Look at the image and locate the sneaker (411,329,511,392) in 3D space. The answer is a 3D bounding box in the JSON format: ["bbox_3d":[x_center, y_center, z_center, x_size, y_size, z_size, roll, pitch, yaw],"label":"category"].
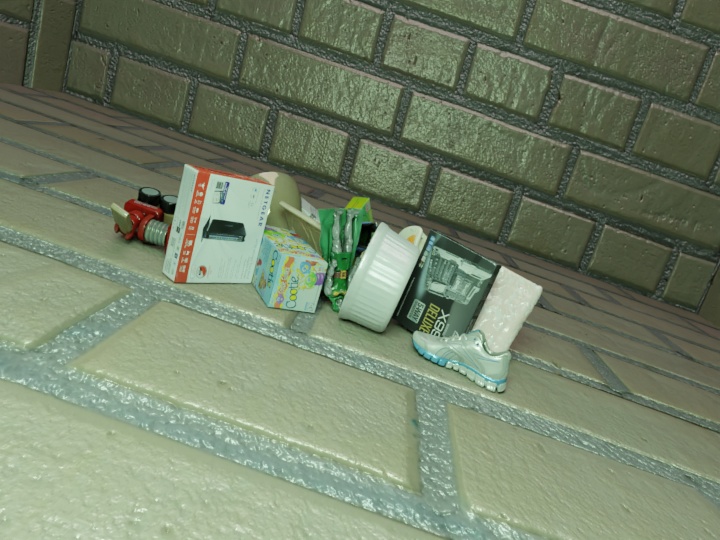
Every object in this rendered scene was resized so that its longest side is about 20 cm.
[{"bbox_3d":[0.191,0.143,1.028,0.195,0.089,0.075,22,15,18],"label":"sneaker"}]

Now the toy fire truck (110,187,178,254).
[{"bbox_3d":[-0.403,-0.087,1.084,0.171,0.132,0.201,19,25,0],"label":"toy fire truck"}]

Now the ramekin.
[{"bbox_3d":[0.041,0.019,1.080,0.095,0.205,0.201,25,14,4],"label":"ramekin"}]

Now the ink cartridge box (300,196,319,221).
[{"bbox_3d":[-0.165,-0.142,1.529,0.198,0.085,0.146,38,10,-14],"label":"ink cartridge box"}]

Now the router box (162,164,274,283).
[{"bbox_3d":[-0.264,-0.081,1.033,0.048,0.206,0.177,26,15,37],"label":"router box"}]

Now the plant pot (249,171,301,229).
[{"bbox_3d":[-0.222,-0.118,1.331,0.197,0.200,0.137,3,54,-47],"label":"plant pot"}]

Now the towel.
[{"bbox_3d":[0.255,0.073,1.157,0.188,0.202,0.032,31,-15,24],"label":"towel"}]

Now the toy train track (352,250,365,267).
[{"bbox_3d":[0.000,0.000,1.242,0.032,0.119,0.200,16,18,16],"label":"toy train track"}]

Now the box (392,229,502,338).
[{"bbox_3d":[0.172,0.045,1.112,0.155,0.205,0.049,30,13,26],"label":"box"}]

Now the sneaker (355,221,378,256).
[{"bbox_3d":[0.009,-0.069,1.237,0.086,0.082,0.199,6,3,23],"label":"sneaker"}]

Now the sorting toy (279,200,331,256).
[{"bbox_3d":[-0.097,-0.047,1.211,0.036,0.204,0.183,-33,41,-23],"label":"sorting toy"}]

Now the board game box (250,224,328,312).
[{"bbox_3d":[-0.156,-0.009,1.108,0.100,0.108,0.200,10,16,-29],"label":"board game box"}]

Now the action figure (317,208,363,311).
[{"bbox_3d":[-0.040,-0.018,1.100,0.115,0.207,0.054,-5,16,-36],"label":"action figure"}]

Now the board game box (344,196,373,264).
[{"bbox_3d":[-0.029,-0.079,1.314,0.046,0.104,0.201,7,40,24],"label":"board game box"}]

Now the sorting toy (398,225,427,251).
[{"bbox_3d":[0.124,-0.013,1.269,0.199,0.108,0.179,40,-6,-32],"label":"sorting toy"}]
